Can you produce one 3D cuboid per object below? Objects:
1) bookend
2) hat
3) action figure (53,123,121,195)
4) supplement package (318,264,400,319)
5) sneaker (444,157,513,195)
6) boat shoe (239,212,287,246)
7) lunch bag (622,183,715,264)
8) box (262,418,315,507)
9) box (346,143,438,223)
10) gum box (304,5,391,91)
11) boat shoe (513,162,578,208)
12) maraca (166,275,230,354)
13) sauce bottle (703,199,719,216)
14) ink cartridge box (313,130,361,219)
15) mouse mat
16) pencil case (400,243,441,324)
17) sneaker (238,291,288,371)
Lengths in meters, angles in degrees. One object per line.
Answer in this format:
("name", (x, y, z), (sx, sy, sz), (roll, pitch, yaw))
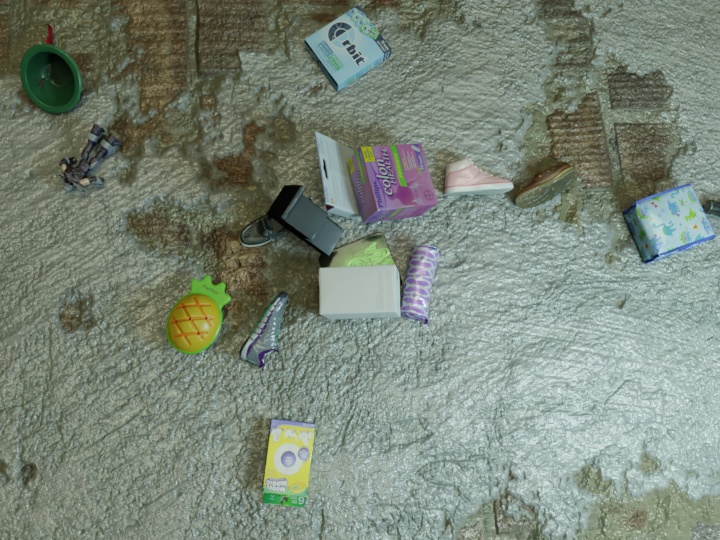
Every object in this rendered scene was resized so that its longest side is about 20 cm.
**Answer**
("bookend", (-0.118, -0.120, 1.573), (0.197, 0.200, 0.093), (36, 85, -19))
("hat", (-0.824, -0.556, 1.734), (0.162, 0.177, 0.204), (9, 114, -5))
("action figure", (-0.725, -0.283, 1.660), (0.129, 0.069, 0.202), (34, 80, -5))
("supplement package", (0.000, 0.057, 1.603), (0.195, 0.121, 0.123), (-3, 80, 8))
("sneaker", (0.330, -0.268, 1.753), (0.195, 0.075, 0.107), (-2, 83, -2))
("boat shoe", (-0.234, -0.125, 1.671), (0.195, 0.066, 0.076), (-18, 80, -9))
("lunch bag", (0.869, -0.135, 1.753), (0.196, 0.128, 0.173), (-21, 80, 0))
("box", (-0.180, 0.479, 1.555), (0.114, 0.048, 0.205), (6, 79, -4))
("box", (0.086, -0.237, 1.681), (0.196, 0.096, 0.180), (-9, 78, -28))
("gum box", (-0.036, -0.646, 1.817), (0.198, 0.045, 0.171), (-36, 83, -11))
("boat shoe", (0.518, -0.244, 1.778), (0.197, 0.073, 0.068), (-29, 48, -3))
("maraca", (-0.410, 0.112, 1.580), (0.135, 0.107, 0.203), (25, 76, 1))
("sauce bottle", (1.100, -0.165, 1.814), (0.195, 0.065, 0.066), (14, 76, -1))
("ink cartridge box", (-0.067, -0.247, 1.659), (0.043, 0.199, 0.201), (-16, 77, 29))
("mouse mat", (0.000, 0.000, 1.698), (0.196, 0.008, 0.164), (-21, 80, -10))
("pencil case", (0.160, 0.033, 1.672), (0.084, 0.083, 0.204), (20, 77, -25))
("sneaker", (-0.229, 0.156, 1.616), (0.087, 0.074, 0.202), (34, 87, -8))
